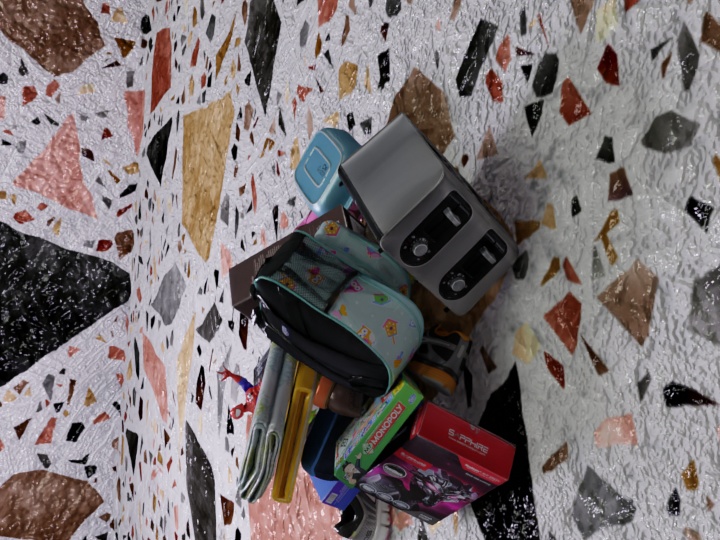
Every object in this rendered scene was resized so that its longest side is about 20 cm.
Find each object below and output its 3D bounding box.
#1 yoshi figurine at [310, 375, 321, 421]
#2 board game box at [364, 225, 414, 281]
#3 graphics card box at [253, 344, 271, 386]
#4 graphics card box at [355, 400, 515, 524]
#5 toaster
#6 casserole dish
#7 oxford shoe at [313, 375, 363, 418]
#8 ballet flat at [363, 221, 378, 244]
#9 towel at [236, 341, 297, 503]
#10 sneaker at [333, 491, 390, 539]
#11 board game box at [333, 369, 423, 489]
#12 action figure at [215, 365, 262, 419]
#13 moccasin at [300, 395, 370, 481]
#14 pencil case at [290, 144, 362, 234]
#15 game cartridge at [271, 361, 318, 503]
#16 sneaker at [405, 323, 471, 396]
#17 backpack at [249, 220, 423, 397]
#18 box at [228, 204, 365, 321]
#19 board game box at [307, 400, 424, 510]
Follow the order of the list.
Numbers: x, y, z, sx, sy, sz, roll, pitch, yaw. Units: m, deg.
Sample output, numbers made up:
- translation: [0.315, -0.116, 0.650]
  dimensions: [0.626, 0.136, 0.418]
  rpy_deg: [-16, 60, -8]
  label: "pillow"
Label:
- translation: [-0.073, 0.208, 1.609]
  dimensions: [0.112, 0.112, 0.200]
  rpy_deg: [-54, -3, -23]
  label: "yoshi figurine"
- translation: [0.000, 0.000, 1.362]
  dimensions: [0.199, 0.048, 0.102]
  rpy_deg: [-30, 50, 19]
  label: "board game box"
- translation: [-0.102, 0.115, 1.563]
  dimensions: [0.201, 0.051, 0.126]
  rpy_deg: [-56, 12, 7]
  label: "graphics card box"
- translation: [0.085, 0.241, 1.175]
  dimensions: [0.200, 0.125, 0.051]
  rpy_deg: [-49, 17, 53]
  label: "graphics card box"
- translation: [0.077, -0.071, 1.150]
  dimensions: [0.118, 0.181, 0.200]
  rpy_deg: [-41, 40, 10]
  label: "toaster"
- translation: [-0.049, -0.145, 1.405]
  dimensions: [0.122, 0.039, 0.200]
  rpy_deg: [-60, 28, 14]
  label: "casserole dish"
- translation: [0.010, 0.112, 1.271]
  dimensions: [0.071, 0.072, 0.201]
  rpy_deg: [98, -163, -55]
  label: "oxford shoe"
- translation: [0.036, -0.057, 1.294]
  dimensions: [0.046, 0.067, 0.201]
  rpy_deg: [-27, 46, 21]
  label: "ballet flat"
- translation: [-0.122, 0.194, 1.314]
  dimensions: [0.201, 0.048, 0.172]
  rpy_deg: [-82, 8, -49]
  label: "towel"
- translation: [-0.006, 0.309, 1.429]
  dimensions: [0.074, 0.087, 0.202]
  rpy_deg: [161, 109, -63]
  label: "sneaker"
- translation: [0.020, 0.186, 1.182]
  dimensions: [0.135, 0.029, 0.200]
  rpy_deg: [-53, 1, 0]
  label: "board game box"
- translation: [-0.135, 0.151, 1.457]
  dimensions: [0.200, 0.099, 0.065]
  rpy_deg: [-43, 50, 4]
  label: "action figure"
- translation: [-0.016, 0.194, 1.329]
  dimensions: [0.201, 0.068, 0.080]
  rpy_deg: [-62, 27, -4]
  label: "moccasin"
- translation: [-0.038, -0.102, 1.477]
  dimensions: [0.093, 0.091, 0.201]
  rpy_deg: [38, 105, 18]
  label: "pencil case"
- translation: [-0.089, 0.197, 1.346]
  dimensions: [0.200, 0.032, 0.178]
  rpy_deg: [-95, 17, -70]
  label: "game cartridge"
- translation: [0.092, 0.107, 1.270]
  dimensions: [0.078, 0.078, 0.200]
  rpy_deg: [-58, 20, -4]
  label: "sneaker"
- translation: [-0.017, 0.052, 1.161]
  dimensions: [0.200, 0.153, 0.176]
  rpy_deg: [38, 154, 15]
  label: "backpack"
- translation: [-0.074, 0.002, 1.316]
  dimensions: [0.199, 0.100, 0.075]
  rpy_deg: [-29, 51, 19]
  label: "box"
- translation: [-0.004, 0.225, 1.389]
  dimensions: [0.201, 0.045, 0.135]
  rpy_deg: [-53, 35, 12]
  label: "board game box"
